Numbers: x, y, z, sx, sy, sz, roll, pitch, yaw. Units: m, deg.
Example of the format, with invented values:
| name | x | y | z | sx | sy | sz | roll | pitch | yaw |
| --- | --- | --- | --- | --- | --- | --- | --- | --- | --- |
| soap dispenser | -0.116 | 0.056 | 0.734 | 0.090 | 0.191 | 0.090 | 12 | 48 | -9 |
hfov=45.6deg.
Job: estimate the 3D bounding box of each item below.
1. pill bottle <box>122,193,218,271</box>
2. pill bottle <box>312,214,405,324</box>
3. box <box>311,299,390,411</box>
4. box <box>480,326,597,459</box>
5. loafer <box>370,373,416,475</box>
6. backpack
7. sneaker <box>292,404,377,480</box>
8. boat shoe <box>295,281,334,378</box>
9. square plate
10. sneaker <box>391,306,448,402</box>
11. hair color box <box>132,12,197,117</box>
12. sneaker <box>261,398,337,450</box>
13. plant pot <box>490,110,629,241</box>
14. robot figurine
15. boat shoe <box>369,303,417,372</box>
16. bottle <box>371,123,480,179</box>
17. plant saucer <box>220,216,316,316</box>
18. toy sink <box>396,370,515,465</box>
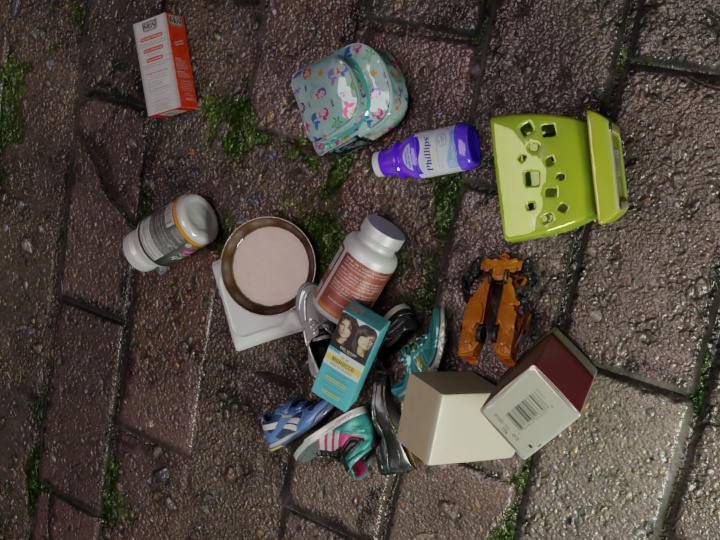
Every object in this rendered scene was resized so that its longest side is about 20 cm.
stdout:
| name | x | y | z | sx | sy | sz | roll | pitch | yaw |
| --- | --- | --- | --- | --- | --- | --- | --- | --- | --- |
| pill bottle | -0.411 | -0.077 | 1.844 | 0.199 | 0.116 | 0.117 | -25 | 83 | 30 |
| pill bottle | 0.000 | 0.000 | 1.618 | 0.112 | 0.112 | 0.201 | 40 | 113 | 20 |
| box | -0.020 | 0.161 | 1.596 | 0.082 | 0.049 | 0.201 | 29 | 121 | 13 |
| box | 0.297 | 0.197 | 1.411 | 0.109 | 0.200 | 0.128 | 46 | 116 | 5 |
| loafer | 0.065 | 0.294 | 1.643 | 0.072 | 0.073 | 0.202 | -4 | 103 | 21 |
| backpack | -0.019 | -0.321 | 1.581 | 0.199 | 0.150 | 0.179 | -20 | 84 | 25 |
| sneaker | -0.040 | 0.366 | 1.703 | 0.200 | 0.083 | 0.121 | -37 | 68 | 26 |
| boat shoe | -0.078 | 0.122 | 1.691 | 0.065 | 0.073 | 0.202 | -168 | 63 | -72 |
| square plate | -0.220 | 0.053 | 1.799 | 0.197 | 0.028 | 0.202 | -19 | 86 | 31 |
| sneaker | 0.113 | 0.158 | 1.580 | 0.079 | 0.078 | 0.202 | 19 | 105 | 5 |
| hair color box | -0.419 | -0.438 | 1.840 | 0.101 | 0.061 | 0.202 | -8 | 93 | 30 |
| sneaker | -0.129 | 0.297 | 1.749 | 0.199 | 0.074 | 0.083 | -33 | 77 | 27 |
| plant pot | 0.325 | -0.156 | 1.372 | 0.180 | 0.200 | 0.201 | -6 | 92 | 24 |
| robot figurine | 0.236 | 0.063 | 1.482 | 0.144 | 0.058 | 0.202 | 2 | 63 | 30 |
| boat shoe | 0.040 | 0.155 | 1.632 | 0.199 | 0.074 | 0.066 | -47 | 55 | 16 |
| bottle | 0.116 | -0.210 | 1.555 | 0.198 | 0.065 | 0.084 | -7 | 93 | 30 |
| plant saucer | -0.185 | -0.008 | 1.736 | 0.198 | 0.034 | 0.203 | 0 | 88 | 7 |
| toy sink | 0.180 | 0.257 | 1.531 | 0.112 | 0.198 | 0.132 | 28 | 112 | 55 |
